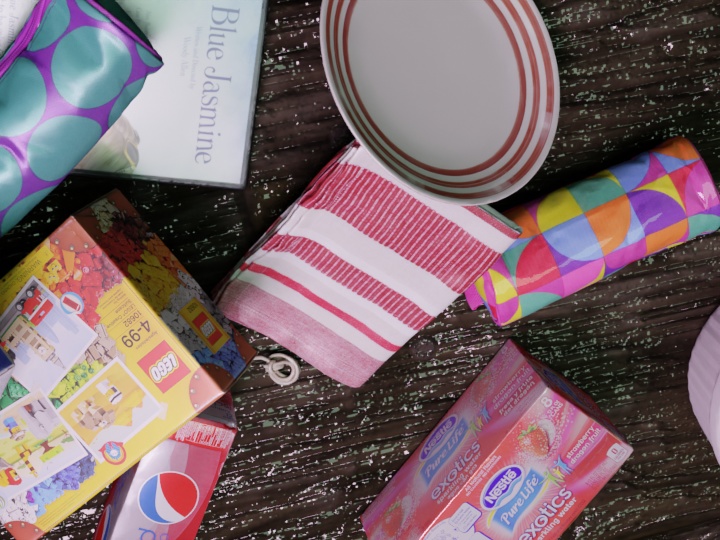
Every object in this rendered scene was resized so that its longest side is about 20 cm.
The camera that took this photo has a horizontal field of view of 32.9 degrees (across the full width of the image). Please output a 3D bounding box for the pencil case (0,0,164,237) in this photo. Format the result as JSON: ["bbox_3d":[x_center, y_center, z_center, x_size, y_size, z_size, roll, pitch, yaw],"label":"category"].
[{"bbox_3d":[-0.221,-0.096,0.779,0.200,0.085,0.092,-44,127,7],"label":"pencil case"}]

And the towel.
[{"bbox_3d":[0.000,0.000,0.877,0.144,0.023,0.200,30,127,-21],"label":"towel"}]

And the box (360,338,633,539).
[{"bbox_3d":[0.104,0.171,0.973,0.102,0.095,0.200,34,100,-23],"label":"box"}]

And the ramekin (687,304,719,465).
[{"bbox_3d":[0.364,0.090,1.002,0.201,0.094,0.203,-5,113,-11],"label":"ramekin"}]

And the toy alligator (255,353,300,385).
[{"bbox_3d":[-0.130,0.056,0.896,0.199,0.054,0.060,21,106,-20],"label":"toy alligator"}]

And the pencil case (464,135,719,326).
[{"bbox_3d":[0.170,-0.029,0.919,0.199,0.088,0.089,-23,115,-1],"label":"pencil case"}]

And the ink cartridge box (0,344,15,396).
[{"bbox_3d":[-0.312,0.041,0.773,0.197,0.043,0.200,49,138,8],"label":"ink cartridge box"}]

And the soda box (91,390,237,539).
[{"bbox_3d":[-0.158,0.181,0.930,0.063,0.070,0.201,18,107,-18],"label":"soda box"}]

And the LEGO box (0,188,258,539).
[{"bbox_3d":[-0.195,0.068,0.824,0.200,0.077,0.149,-39,95,21],"label":"LEGO box"}]

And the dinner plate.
[{"bbox_3d":[0.054,-0.140,0.829,0.199,0.024,0.201,9,73,-32],"label":"dinner plate"}]

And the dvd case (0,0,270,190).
[{"bbox_3d":[-0.168,-0.132,0.833,0.199,0.018,0.143,4,110,-14],"label":"dvd case"}]
